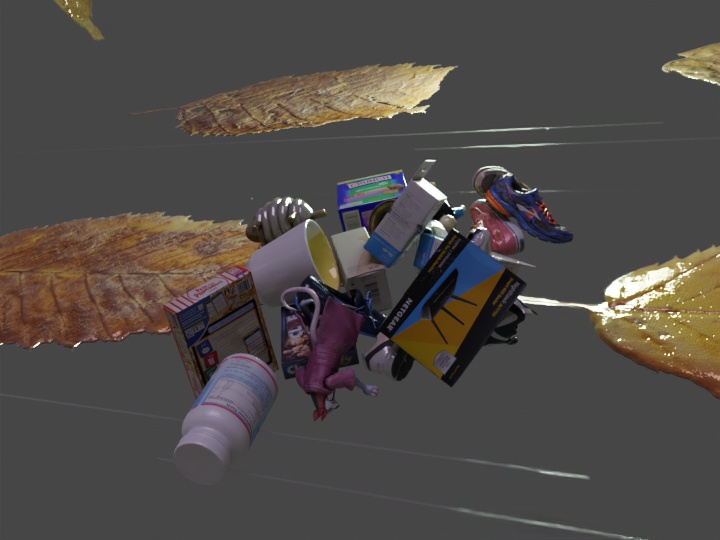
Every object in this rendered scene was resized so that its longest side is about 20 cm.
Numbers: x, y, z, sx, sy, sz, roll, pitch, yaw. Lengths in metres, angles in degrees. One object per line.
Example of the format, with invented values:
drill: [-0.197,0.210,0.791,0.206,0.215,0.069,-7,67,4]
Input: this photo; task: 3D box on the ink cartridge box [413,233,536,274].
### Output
ink cartridge box: [0.208,-0.007,1.436,0.115,0.068,0.199,9,9,-42]

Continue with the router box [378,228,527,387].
router box: [0.146,0.059,1.239,0.149,0.201,0.051,36,0,10]

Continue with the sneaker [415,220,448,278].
sneaker: [0.148,-0.061,1.606,0.073,0.088,0.201,-6,28,10]

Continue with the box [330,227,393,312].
box: [0.000,0.000,1.549,0.077,0.096,0.201,-16,29,-4]

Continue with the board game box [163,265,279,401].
board game box: [-0.230,0.116,1.315,0.151,0.202,0.046,-30,32,-32]

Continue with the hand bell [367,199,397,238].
hand bell: [0.073,-0.088,1.663,0.103,0.106,0.200,-10,-2,4]

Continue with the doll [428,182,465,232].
doll: [0.176,-0.145,1.780,0.135,0.049,0.201,7,27,-18]

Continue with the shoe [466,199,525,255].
shoe: [0.254,-0.086,1.623,0.090,0.072,0.200,-14,32,-15]

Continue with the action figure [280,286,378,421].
action figure: [-0.054,0.141,1.253,0.132,0.149,0.202,-9,59,27]

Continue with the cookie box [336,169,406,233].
cookie box: [0.032,-0.161,1.838,0.169,0.076,0.200,-12,23,2]

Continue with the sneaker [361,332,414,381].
sneaker: [0.073,0.108,1.342,0.079,0.075,0.200,6,32,34]

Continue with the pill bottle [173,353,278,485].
pill bottle: [-0.206,0.227,1.198,0.107,0.110,0.201,-2,30,19]

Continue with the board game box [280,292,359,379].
board game box: [-0.078,0.116,1.430,0.134,0.035,0.201,-13,28,0]

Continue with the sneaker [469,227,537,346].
sneaker: [0.234,0.034,1.299,0.128,0.202,0.079,7,5,13]

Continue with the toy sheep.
toy sheep: [-0.170,-0.104,1.773,0.197,0.139,0.138,-9,28,15]

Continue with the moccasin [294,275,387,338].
moccasin: [-0.015,0.065,1.364,0.198,0.069,0.080,19,8,-22]

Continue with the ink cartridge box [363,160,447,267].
ink cartridge box: [0.098,-0.108,1.483,0.066,0.201,0.116,38,15,7]

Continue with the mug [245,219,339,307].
mug: [-0.131,0.011,1.522,0.152,0.187,0.151,-21,42,14]

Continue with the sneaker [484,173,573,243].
sneaker: [0.346,-0.123,1.574,0.199,0.079,0.075,36,21,12]

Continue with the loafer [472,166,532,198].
loafer: [0.322,-0.170,1.672,0.199,0.073,0.063,15,16,-42]
